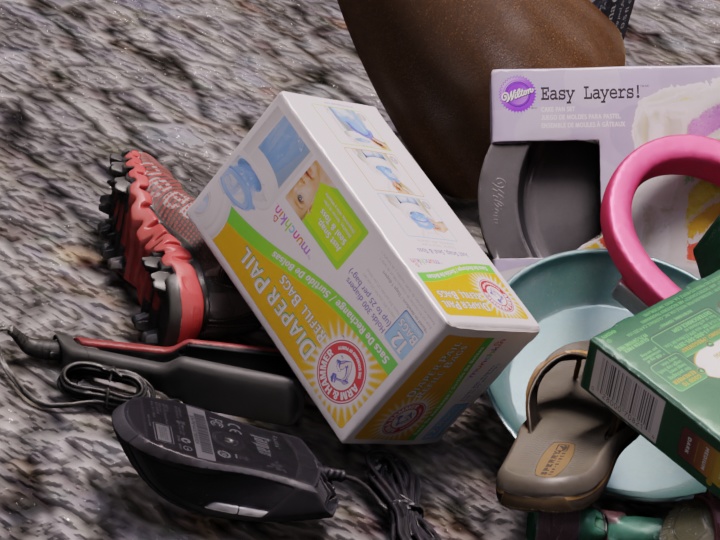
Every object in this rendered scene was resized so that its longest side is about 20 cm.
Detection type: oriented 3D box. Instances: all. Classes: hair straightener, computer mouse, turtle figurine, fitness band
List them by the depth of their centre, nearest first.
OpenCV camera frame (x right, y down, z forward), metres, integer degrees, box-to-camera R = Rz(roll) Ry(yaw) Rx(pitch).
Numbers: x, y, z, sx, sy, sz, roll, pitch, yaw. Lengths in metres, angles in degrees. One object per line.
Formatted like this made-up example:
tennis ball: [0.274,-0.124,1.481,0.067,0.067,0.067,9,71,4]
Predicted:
turtle figurine: [0.198,0.171,1.301,0.198,0.101,0.150,2,25,-4]
computer mouse: [-0.049,0.138,1.315,0.199,0.046,0.141,14,22,-22]
hair straightener: [-0.130,0.065,1.412,0.199,0.041,0.077,12,28,-1]
fitness band: [0.245,-0.005,1.487,0.200,0.037,0.144,38,60,7]

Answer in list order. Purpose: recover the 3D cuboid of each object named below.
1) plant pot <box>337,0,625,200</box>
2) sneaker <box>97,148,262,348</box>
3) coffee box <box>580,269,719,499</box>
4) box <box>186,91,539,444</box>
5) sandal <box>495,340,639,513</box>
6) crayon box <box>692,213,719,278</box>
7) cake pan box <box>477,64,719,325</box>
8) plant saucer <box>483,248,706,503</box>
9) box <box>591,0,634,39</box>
plant pot: [0.068,-0.187,1.707,0.200,0.187,0.187,46,8,-35]
sneaker: [-0.116,-0.016,1.535,0.097,0.071,0.201,-1,33,-22]
coffee box: [0.234,0.085,1.293,0.123,0.044,0.200,-25,49,-36]
box: [0.000,0.000,1.432,0.101,0.113,0.200,5,42,-52]
sandal: [0.122,0.080,1.353,0.081,0.055,0.200,-2,21,22]
crayon box: [0.292,0.060,1.410,0.125,0.052,0.201,0,59,-20]
cake pan box: [0.179,-0.047,1.566,0.198,0.186,0.052,0,-8,3]
plant saucer: [0.169,0.074,1.473,0.199,0.036,0.201,6,51,-8]
box: [0.142,-0.248,1.927,0.117,0.198,0.200,30,33,29]
